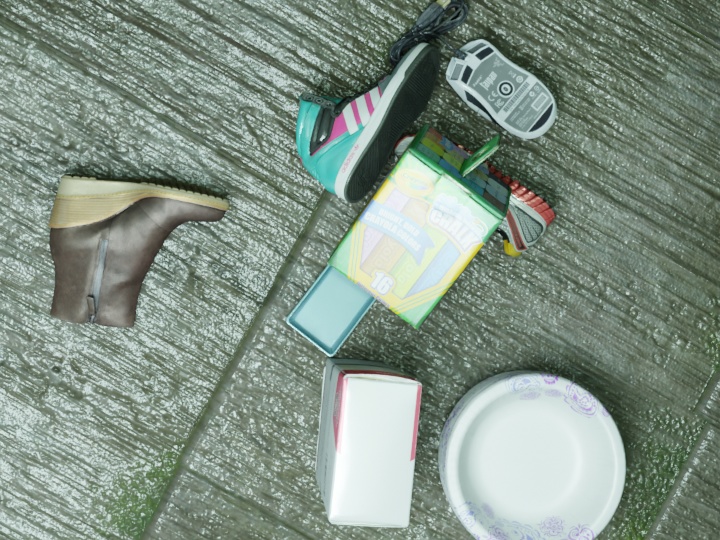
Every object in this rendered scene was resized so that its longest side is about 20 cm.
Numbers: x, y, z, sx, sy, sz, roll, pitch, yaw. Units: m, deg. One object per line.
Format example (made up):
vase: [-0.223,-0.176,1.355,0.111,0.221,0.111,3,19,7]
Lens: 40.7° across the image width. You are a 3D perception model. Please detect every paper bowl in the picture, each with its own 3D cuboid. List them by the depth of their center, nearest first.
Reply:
paper bowl: [0.186,0.212,1.087,0.199,0.104,0.202,0,90,-2]

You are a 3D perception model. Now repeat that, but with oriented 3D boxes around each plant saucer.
plant saucer: [0.000,0.000,1.123,0.070,0.019,0.200,37,89,-2]

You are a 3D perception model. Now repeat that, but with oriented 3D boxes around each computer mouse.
computer mouse: [0.137,-0.223,1.122,0.200,0.044,0.110,42,83,4]

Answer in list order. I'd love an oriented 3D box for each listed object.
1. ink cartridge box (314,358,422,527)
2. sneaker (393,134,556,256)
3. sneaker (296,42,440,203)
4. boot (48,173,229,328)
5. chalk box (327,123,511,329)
ink cartridge box: [0.003,0.174,1.031,0.082,0.200,0.148,5,89,-6]
sneaker: [0.122,-0.088,1.101,0.199,0.078,0.082,33,93,0]
sneaker: [-0.005,-0.182,1.084,0.120,0.084,0.201,28,78,27]
boot: [-0.251,-0.019,1.098,0.198,0.072,0.168,4,101,-4]
chalk box: [0.076,-0.066,1.023,0.123,0.125,0.200,35,112,-1]
